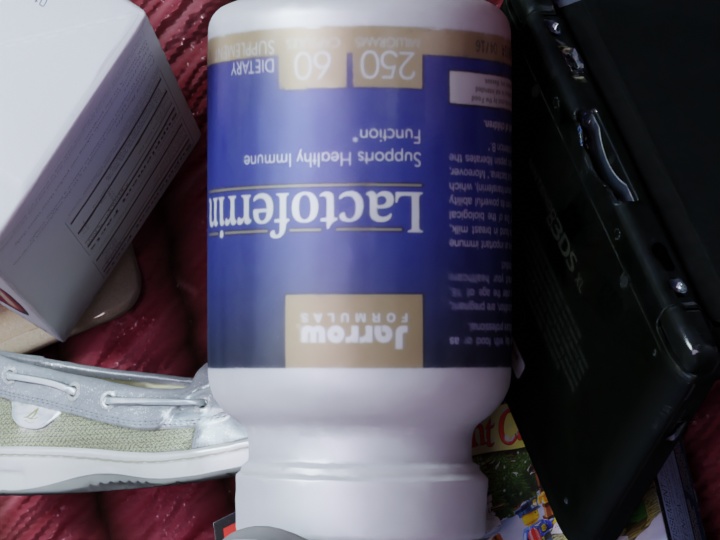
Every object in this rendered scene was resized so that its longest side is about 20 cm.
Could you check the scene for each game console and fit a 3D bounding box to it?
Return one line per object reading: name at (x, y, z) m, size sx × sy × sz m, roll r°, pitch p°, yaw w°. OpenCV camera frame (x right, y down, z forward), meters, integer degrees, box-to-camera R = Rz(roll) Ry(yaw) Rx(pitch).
game console at (0.126, -0.022, 1.105) m, size 0.176 × 0.116 × 0.200 m, roll 115°, pitch 146°, yaw -41°

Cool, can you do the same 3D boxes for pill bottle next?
pill bottle at (0.000, 0.000, 1.101) m, size 0.116 × 0.116 × 0.200 m, roll -2°, pitch 88°, yaw 26°

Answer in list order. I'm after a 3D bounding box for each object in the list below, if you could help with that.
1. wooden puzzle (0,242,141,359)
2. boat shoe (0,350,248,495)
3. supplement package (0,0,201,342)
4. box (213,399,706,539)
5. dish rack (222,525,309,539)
wooden puzzle at (-0.207, -0.038, 1.300) m, size 0.200 × 0.037 × 0.185 m, roll -21°, pitch 79°, yaw 24°
boat shoe at (-0.076, 0.055, 1.212) m, size 0.202 × 0.074 × 0.065 m, roll -7°, pitch 88°, yaw 29°
supplement package at (-0.145, -0.059, 1.156) m, size 0.114 × 0.200 × 0.110 m, roll 32°, pitch 83°, yaw 9°
box at (0.038, 0.123, 1.142) m, size 0.200 × 0.038 × 0.137 m, roll -28°, pitch 52°, yaw 24°
dish rack at (0.005, 0.183, 1.080) m, size 0.200 × 0.044 × 0.172 m, roll 27°, pitch 122°, yaw -4°
